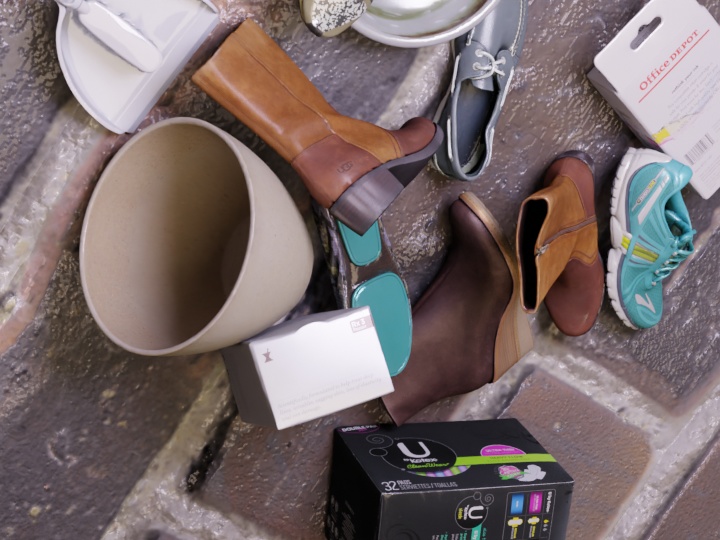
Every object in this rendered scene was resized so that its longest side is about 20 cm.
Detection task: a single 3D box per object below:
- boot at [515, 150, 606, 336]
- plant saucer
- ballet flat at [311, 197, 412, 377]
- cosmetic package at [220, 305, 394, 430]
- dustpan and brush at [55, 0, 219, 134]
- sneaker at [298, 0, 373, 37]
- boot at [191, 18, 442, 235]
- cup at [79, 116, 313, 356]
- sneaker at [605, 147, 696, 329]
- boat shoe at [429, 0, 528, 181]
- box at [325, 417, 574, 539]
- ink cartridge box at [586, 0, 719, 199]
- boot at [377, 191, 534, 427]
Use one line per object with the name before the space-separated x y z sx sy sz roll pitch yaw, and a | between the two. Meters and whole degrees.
boot | 0.185 -0.001 1.512 0.068 0.200 0.190 10 111 13
plant saucer | 0.046 -0.297 1.429 0.198 0.050 0.202 -7 112 -18
ballet flat | 0.000 0.000 1.515 0.072 0.072 0.202 -17 104 -13
cosmetic package | -0.052 0.085 1.456 0.112 0.200 0.082 -17 92 -11
dustpan and brush | -0.222 -0.211 1.359 0.200 0.057 0.140 37 95 -28
sneaker | 0.025 -0.272 1.353 0.077 0.089 0.200 38 95 -28
boot | -0.035 -0.139 1.430 0.200 0.188 0.069 42 133 0
cup | -0.123 -0.017 1.418 0.143 0.200 0.201 17 106 -52
sneaker | 0.282 -0.023 1.588 0.078 0.079 0.201 -51 145 -44
boat shoe | 0.115 -0.176 1.496 0.072 0.062 0.201 11 107 -23
box | 0.084 0.232 1.597 0.198 0.149 0.125 -2 110 -20
ink cartridge box | 0.300 -0.179 1.560 0.116 0.068 0.200 -45 120 1
boot | 0.073 0.041 1.560 0.165 0.072 0.201 -26 121 -11
